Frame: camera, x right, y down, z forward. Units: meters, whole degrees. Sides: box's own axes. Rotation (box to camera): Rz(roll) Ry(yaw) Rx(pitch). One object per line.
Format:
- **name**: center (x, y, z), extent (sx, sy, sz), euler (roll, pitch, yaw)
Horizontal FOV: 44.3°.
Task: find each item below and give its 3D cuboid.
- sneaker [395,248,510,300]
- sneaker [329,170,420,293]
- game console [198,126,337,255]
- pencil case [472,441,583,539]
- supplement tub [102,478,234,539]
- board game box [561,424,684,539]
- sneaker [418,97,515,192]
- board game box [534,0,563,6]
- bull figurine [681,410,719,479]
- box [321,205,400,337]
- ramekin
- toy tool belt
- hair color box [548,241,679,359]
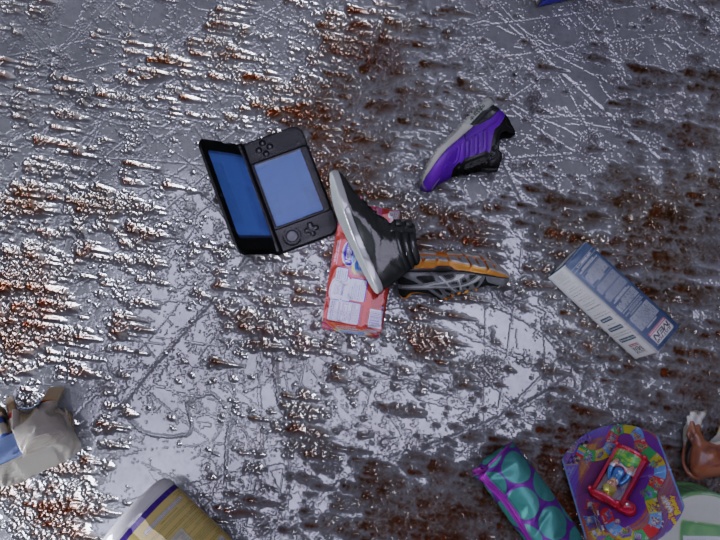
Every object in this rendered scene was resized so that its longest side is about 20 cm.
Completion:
- **sneaker**: center (0.149, 0.011, 1.460), extent (0.198, 0.078, 0.078), euler (5, 107, -6)
- **sneaker**: center (0.025, -0.074, 1.371), extent (0.099, 0.071, 0.201), euler (-24, 87, -9)
- **game console**: center (-0.147, -0.136, 1.445), extent (0.175, 0.116, 0.202), euler (-20, 81, -6)
- **pencil case**: center (0.261, 0.372, 1.382), extent (0.092, 0.085, 0.201), euler (-28, 79, -41)
- **supplement tub**: center (-0.270, 0.427, 1.319), extent (0.200, 0.145, 0.146), euler (42, 80, 6)
- **board game box**: center (0.401, 0.324, 1.368), extent (0.157, 0.039, 0.201), euler (-19, 52, 12)
- **sneaker**: center (0.187, -0.193, 1.494), extent (0.099, 0.070, 0.200), euler (42, 81, 3)
- **board game box**: center (0.340, -0.592, 1.530), extent (0.096, 0.159, 0.202), euler (-14, 81, -6)
- **bull figurine**: center (0.613, 0.279, 1.427), extent (0.198, 0.065, 0.123), euler (-7, 76, -6)
- **box**: center (0.000, 0.000, 1.436), extent (0.099, 0.096, 0.202), euler (9, 78, -1)
- **ramekin**: center (0.519, 0.433, 1.375), extent (0.198, 0.098, 0.202), euler (1, 79, -3)
- **toy tool belt**: center (-0.542, 0.262, 1.367), extent (0.199, 0.125, 0.123), euler (-24, 50, -10)
- **hair color box**: center (0.409, 0.050, 1.442), extent (0.200, 0.100, 0.061), euler (44, 79, 5)
